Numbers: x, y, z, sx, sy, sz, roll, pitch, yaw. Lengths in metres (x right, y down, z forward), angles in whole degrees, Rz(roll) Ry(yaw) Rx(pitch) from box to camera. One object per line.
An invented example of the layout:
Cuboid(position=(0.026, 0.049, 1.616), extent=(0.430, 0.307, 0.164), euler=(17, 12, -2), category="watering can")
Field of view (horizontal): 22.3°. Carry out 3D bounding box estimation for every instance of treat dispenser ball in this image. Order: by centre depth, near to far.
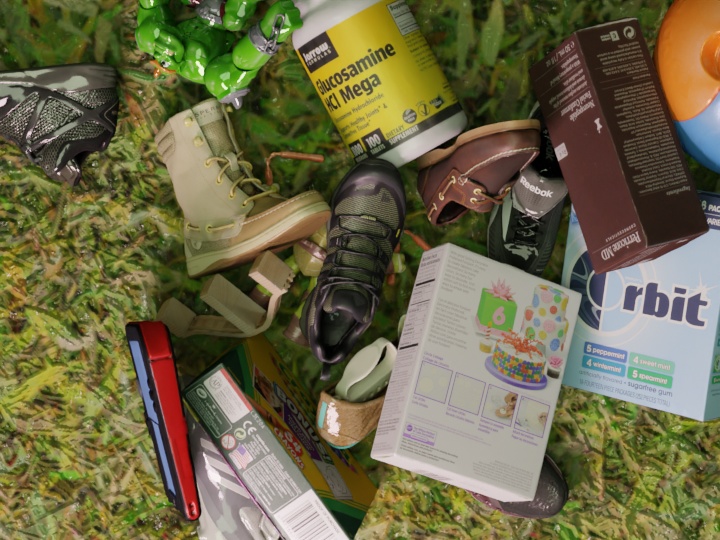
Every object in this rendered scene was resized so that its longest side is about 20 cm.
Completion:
Cuboid(position=(0.356, -0.178, 1.611), extent=(0.199, 0.201, 0.202), euler=(1, 97, 6), category="treat dispenser ball")

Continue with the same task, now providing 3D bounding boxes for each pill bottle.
Cuboid(position=(0.007, -0.195, 1.690), extent=(0.112, 0.112, 0.201), euler=(-28, 93, 9), category="pill bottle")

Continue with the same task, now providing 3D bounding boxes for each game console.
Cuboid(position=(-0.182, 0.133, 1.669), extent=(0.031, 0.200, 0.178), euler=(-10, 91, -10), category="game console")

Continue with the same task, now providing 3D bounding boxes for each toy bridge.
Cuboid(position=(-0.119, 0.034, 1.718), extent=(0.067, 0.200, 0.027), euler=(38, 57, -20), category="toy bridge")

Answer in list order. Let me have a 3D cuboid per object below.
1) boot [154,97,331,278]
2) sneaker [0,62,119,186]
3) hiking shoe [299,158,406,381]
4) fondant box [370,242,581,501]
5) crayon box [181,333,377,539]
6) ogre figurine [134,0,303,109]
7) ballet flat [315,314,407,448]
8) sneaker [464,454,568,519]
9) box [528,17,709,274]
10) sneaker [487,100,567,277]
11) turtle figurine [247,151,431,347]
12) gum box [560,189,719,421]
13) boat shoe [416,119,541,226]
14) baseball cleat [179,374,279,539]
Cuboid(position=(-0.114, -0.087, 1.693), extent=(0.200, 0.072, 0.156), euler=(-21, 84, 53), category="boot")
Cuboid(position=(-0.328, -0.135, 1.752), extent=(0.198, 0.076, 0.115), euler=(-4, 90, 1), category="sneaker")
Cuboid(position=(0.000, 0.000, 1.655), extent=(0.075, 0.101, 0.201), euler=(10, 115, -13), category="hiking shoe")
Cuboid(position=(0.106, 0.094, 1.658), extent=(0.144, 0.058, 0.201), euler=(20, 76, -18), category="fondant box")
Cuboid(position=(-0.073, 0.163, 1.712), extent=(0.058, 0.173, 0.200), euler=(-35, 93, 13), category="crayon box")
Cuboid(position=(-0.144, -0.232, 1.704), extent=(0.199, 0.098, 0.120), euler=(25, 114, 12), category="ogre figurine")
Cuboid(position=(0.033, 0.085, 1.693), extent=(0.068, 0.200, 0.073), euler=(31, 143, 39), category="ballet flat")
Cuboid(position=(0.105, 0.182, 1.724), extent=(0.199, 0.116, 0.076), euler=(31, 99, 2), category="sneaker")
Cuboid(position=(0.225, -0.108, 1.609), extent=(0.075, 0.100, 0.201), euler=(-16, 81, -24), category="box")
Cuboid(position=(0.160, -0.069, 1.700), extent=(0.066, 0.091, 0.201), euler=(17, 99, 5), category="sneaker")
Cuboid(position=(-0.032, -0.009, 1.741), extent=(0.199, 0.064, 0.162), euler=(31, 99, 2), category="turtle figurine")
Cuboid(position=(0.265, 0.021, 1.683), extent=(0.169, 0.044, 0.201), euler=(12, 100, 38), category="gum box")
Cuboid(position=(0.110, -0.087, 1.656), extent=(0.070, 0.200, 0.071), euler=(-2, 81, -19), category="boat shoe")
Cuboid(position=(-0.125, 0.192, 1.785), extent=(0.106, 0.070, 0.201), euler=(-12, 98, -8), category="baseball cleat")
